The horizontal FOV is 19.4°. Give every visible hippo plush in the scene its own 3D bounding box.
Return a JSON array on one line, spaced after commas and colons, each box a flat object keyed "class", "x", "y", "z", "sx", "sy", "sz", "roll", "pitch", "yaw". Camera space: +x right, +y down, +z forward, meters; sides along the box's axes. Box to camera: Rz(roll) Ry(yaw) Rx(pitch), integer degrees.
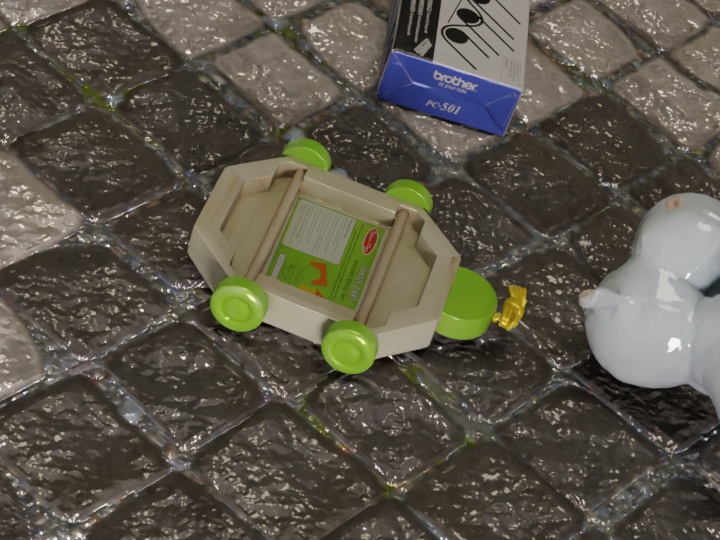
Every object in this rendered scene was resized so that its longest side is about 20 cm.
[{"class": "hippo plush", "x": 0.217, "y": 0.045, "z": 1.240, "sx": 0.160, "sy": 0.159, "sz": 0.201, "roll": 22, "pitch": 79, "yaw": 31}]

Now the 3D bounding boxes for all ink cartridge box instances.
[{"class": "ink cartridge box", "x": 0.069, "y": -0.182, "z": 1.475, "sx": 0.093, "sy": 0.044, "sz": 0.201, "roll": 16, "pitch": 40, "yaw": -7}]

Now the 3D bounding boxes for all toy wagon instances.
[{"class": "toy wagon", "x": 0.000, "y": 0.000, "z": 1.249, "sx": 0.198, "sy": 0.040, "sz": 0.156, "roll": 22, "pitch": 40, "yaw": 1}]
